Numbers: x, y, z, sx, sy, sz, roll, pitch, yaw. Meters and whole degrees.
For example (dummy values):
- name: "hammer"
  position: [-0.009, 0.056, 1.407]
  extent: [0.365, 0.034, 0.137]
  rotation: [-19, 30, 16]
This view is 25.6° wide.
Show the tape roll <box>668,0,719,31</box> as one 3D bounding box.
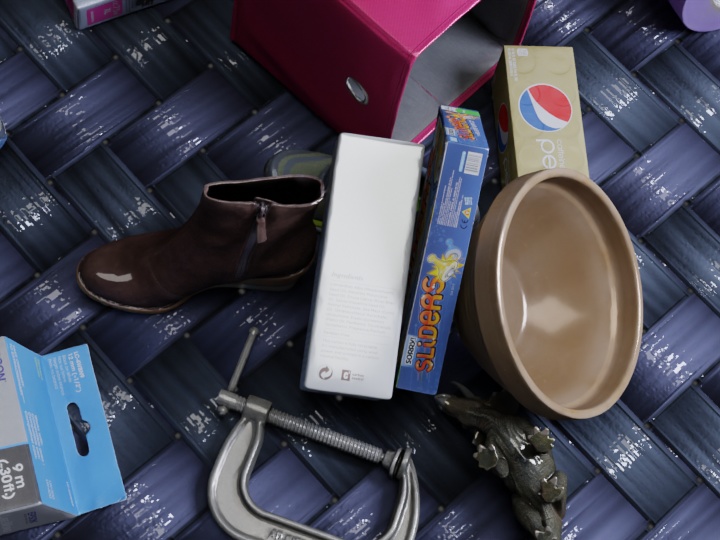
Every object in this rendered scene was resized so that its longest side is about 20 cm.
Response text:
- name: "tape roll"
  position: [0.363, -0.318, 1.472]
  extent: [0.199, 0.200, 0.085]
  rotation: [-23, 70, -18]

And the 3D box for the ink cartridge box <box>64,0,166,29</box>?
- name: "ink cartridge box"
  position: [-0.192, -0.310, 1.478]
  extent: [0.199, 0.042, 0.120]
  rotation: [-21, 70, -19]

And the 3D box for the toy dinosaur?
- name: "toy dinosaur"
  position: [0.137, 0.168, 1.272]
  extent: [0.077, 0.102, 0.201]
  rotation: [-33, 86, 8]

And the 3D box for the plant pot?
- name: "plant pot"
  position: [0.138, 0.022, 1.288]
  extent: [0.200, 0.092, 0.203]
  rotation: [10, 76, -47]

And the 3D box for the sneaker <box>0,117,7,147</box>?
- name: "sneaker"
  position: [-0.389, -0.165, 1.354]
  extent: [0.199, 0.085, 0.077]
  rotation: [34, 65, 8]

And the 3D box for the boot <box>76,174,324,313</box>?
- name: "boot"
  position: [-0.131, -0.031, 1.282]
  extent: [0.198, 0.167, 0.073]
  rotation: [-3, 65, -9]

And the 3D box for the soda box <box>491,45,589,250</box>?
- name: "soda box"
  position: [0.162, -0.099, 1.415]
  extent: [0.067, 0.064, 0.202]
  rotation: [1, 64, -8]

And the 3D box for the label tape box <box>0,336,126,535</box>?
- name: "label tape box"
  position: [-0.296, 0.132, 1.238]
  extent: [0.198, 0.066, 0.144]
  rotation: [-13, 67, -12]

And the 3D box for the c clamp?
- name: "c clamp"
  position: [-0.036, 0.155, 1.285]
  extent: [0.199, 0.027, 0.172]
  rotation: [25, 64, 5]

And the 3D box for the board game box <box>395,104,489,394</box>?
- name: "board game box"
  position: [0.062, -0.020, 1.267]
  extent: [0.034, 0.135, 0.202]
  rotation: [10, 107, -3]

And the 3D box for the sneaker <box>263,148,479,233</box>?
- name: "sneaker"
  position: [0.014, -0.070, 1.369]
  extent: [0.198, 0.081, 0.074]
  rotation: [14, 63, -1]

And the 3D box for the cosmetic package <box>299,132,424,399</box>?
- name: "cosmetic package"
  position: [0.000, 0.000, 1.268]
  extent: [0.071, 0.101, 0.202]
  rotation: [8, 85, -4]

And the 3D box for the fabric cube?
- name: "fabric cube"
  position: [0.024, -0.249, 1.392]
  extent: [0.199, 0.197, 0.200]
  rotation: [42, 67, 12]
